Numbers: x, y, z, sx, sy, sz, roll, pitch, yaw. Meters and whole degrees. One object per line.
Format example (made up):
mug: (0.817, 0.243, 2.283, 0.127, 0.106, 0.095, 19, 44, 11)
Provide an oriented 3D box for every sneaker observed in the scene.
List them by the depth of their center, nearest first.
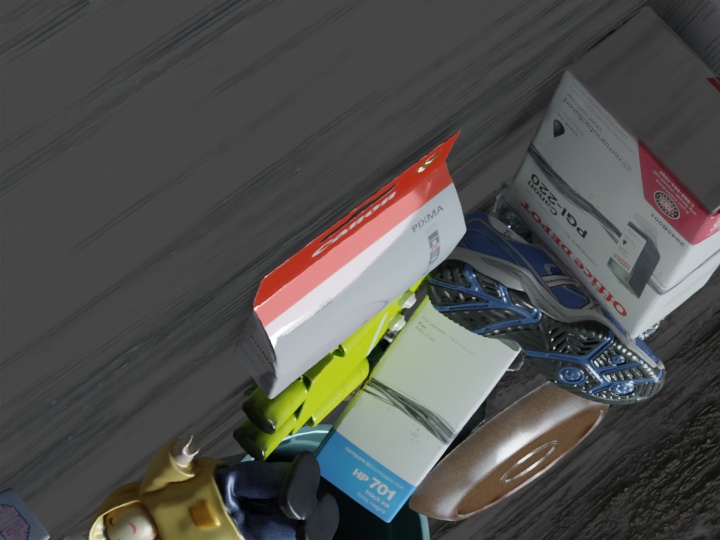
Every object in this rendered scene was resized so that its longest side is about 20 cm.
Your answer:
sneaker: (0.142, 0.026, 1.702, 0.076, 0.200, 0.077, -39, -156, 42)

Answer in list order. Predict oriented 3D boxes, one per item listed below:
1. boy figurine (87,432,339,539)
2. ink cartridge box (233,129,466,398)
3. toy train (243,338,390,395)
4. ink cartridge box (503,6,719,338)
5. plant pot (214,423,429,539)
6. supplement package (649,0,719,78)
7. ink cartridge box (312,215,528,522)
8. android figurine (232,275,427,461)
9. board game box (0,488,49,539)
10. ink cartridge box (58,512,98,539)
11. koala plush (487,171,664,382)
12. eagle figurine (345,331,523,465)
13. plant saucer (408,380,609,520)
boy figurine: (-0.120, 0.175, 1.757, 0.200, 0.124, 0.064, -7, -150, 27)
ink cartridge box: (0.000, 0.000, 1.502, 0.162, 0.057, 0.200, -38, 178, -15)
toy train: (-0.030, 0.086, 1.893, 0.056, 0.042, 0.200, -12, -173, 27)
ink cartridge box: (0.191, -0.063, 1.617, 0.085, 0.146, 0.200, -37, 166, -22)
plant pot: (-0.071, 0.233, 2.023, 0.200, 0.200, 0.196, -37, -169, -22)
supplement package: (0.296, -0.127, 1.638, 0.147, 0.200, 0.191, -36, 173, -29)
ink cartridge box: (0.060, 0.075, 1.823, 0.200, 0.086, 0.146, -54, 177, 33)
android figurine: (-0.011, 0.050, 1.691, 0.200, 0.041, 0.182, -45, 170, -24)
board game box: (-0.296, 0.218, 1.322, 0.200, 0.041, 0.199, -42, 174, 24)
ink cartridge box: (-0.232, 0.250, 1.908, 0.200, 0.050, 0.161, -46, 171, 33)
koala plush: (0.172, -0.006, 1.934, 0.184, 0.177, 0.200, -40, 166, 14)
eagle figurine: (0.048, 0.094, 2.122, 0.200, 0.151, 0.152, -51, -177, 3)
plant saucer: (0.128, 0.144, 1.898, 0.200, 0.032, 0.200, -32, 163, -11)
